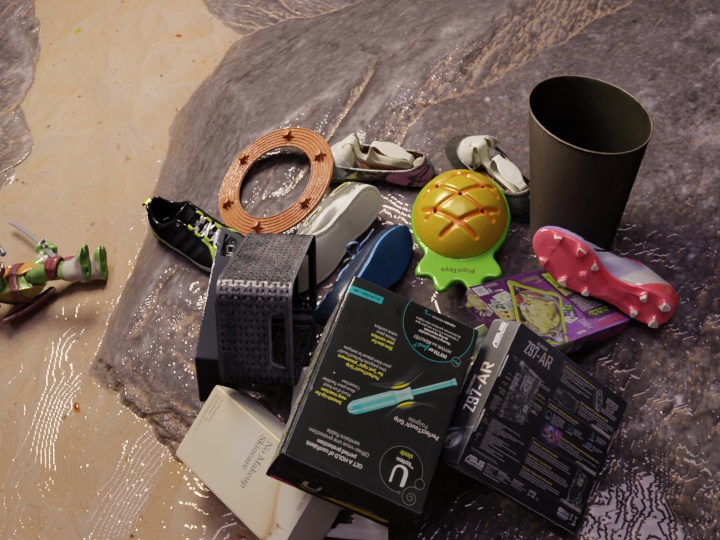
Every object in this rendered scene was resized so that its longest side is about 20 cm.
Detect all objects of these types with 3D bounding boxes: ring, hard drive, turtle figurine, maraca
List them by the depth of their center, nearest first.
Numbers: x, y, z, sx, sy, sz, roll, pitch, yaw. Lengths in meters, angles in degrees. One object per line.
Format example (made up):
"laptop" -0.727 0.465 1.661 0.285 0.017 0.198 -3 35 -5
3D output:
"hard drive" -0.183 0.059 1.121 0.042 0.136 0.202 6 55 -3
"maraca" 0.135 -0.055 1.143 0.135 0.107 0.202 -1 55 11
"turtle figurine" -0.482 -0.032 1.240 0.191 0.144 0.202 -3 58 5
"ring" -0.134 -0.139 1.286 0.198 0.019 0.203 -14 57 21

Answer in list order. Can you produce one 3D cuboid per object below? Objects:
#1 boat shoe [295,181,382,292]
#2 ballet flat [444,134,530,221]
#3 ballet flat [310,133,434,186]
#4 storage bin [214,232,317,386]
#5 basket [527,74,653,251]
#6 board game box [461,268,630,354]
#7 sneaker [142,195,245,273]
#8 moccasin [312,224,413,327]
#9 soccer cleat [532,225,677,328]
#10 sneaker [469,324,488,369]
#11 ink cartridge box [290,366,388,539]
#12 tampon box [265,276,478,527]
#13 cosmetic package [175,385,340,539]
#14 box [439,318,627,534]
"boat shoe" -0.054 -0.048 1.206 0.202 0.072 0.060 -46 37 -11
"ballet flat" 0.193 -0.155 1.225 0.068 0.069 0.200 -35 55 -12
"ballet flat" 0.015 -0.169 1.272 0.197 0.071 0.070 8 58 18
"storage bin" -0.113 0.044 1.061 0.092 0.137 0.200 3 22 5
"basket" 0.282 -0.120 1.088 0.134 0.202 0.181 -17 45 -13
"board game box" 0.230 0.050 1.033 0.198 0.033 0.120 -11 41 -41
"sneaker" -0.245 -0.056 1.241 0.198 0.083 0.072 19 61 23
"moccasin" 0.000 0.000 1.139 0.068 0.081 0.200 0 33 40
"soccer cleat" 0.308 0.000 1.067 0.199 0.067 0.077 30 35 5
"sneaker" 0.155 0.110 1.016 0.089 0.068 0.200 5 23 32
"ink cartridge box" -0.015 0.213 1.006 0.159 0.050 0.203 -7 71 33
"tampon box" 0.011 0.140 0.882 0.148 0.126 0.202 24 64 -3
"cosmetic package" -0.115 0.233 0.988 0.199 0.073 0.104 31 90 36
"box" 0.188 0.169 0.905 0.043 0.199 0.162 6 66 57
